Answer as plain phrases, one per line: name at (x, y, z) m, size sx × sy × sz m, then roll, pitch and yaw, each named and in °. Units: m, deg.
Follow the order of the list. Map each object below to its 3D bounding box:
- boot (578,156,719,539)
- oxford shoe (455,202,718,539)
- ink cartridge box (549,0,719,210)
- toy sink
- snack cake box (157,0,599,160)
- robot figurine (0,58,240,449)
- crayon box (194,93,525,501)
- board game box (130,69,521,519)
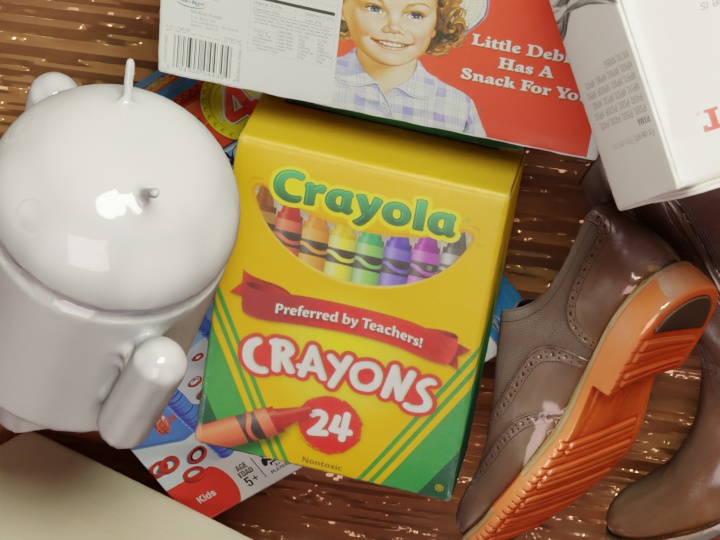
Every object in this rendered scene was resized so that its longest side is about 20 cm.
boot at (0.147, 0.022, 1.270) m, size 0.186 × 0.064 × 0.200 m, roll -29°, pitch 106°, yaw 24°
oxford shoe at (0.092, 0.053, 1.256) m, size 0.073 × 0.071 × 0.200 m, roll 49°, pitch 127°, yaw 24°
ink cartridge box at (0.144, -0.138, 1.044) m, size 0.147 × 0.083 × 0.200 m, roll -17°, pitch 89°, yaw -15°
toy sink at (-0.141, 0.183, 1.333) m, size 0.200 × 0.130 × 0.112 m, roll 21°, pitch 126°, yaw 37°
snack cake box at (0.018, -0.127, 1.148) m, size 0.200 × 0.067 × 0.115 m, roll 12°, pitch 134°, yaw 5°
robot figurine at (-0.120, -0.006, 1.200) m, size 0.113 × 0.170 × 0.200 m, roll -12°, pitch 151°, yaw -27°
crayon box at (0.000, 0.000, 1.230) m, size 0.127 × 0.051 × 0.200 m, roll 12°, pitch 120°, yaw 6°
board game box at (-0.061, -0.001, 1.305) m, size 0.200 × 0.056 × 0.196 m, roll -32°, pitch 108°, yaw 26°
